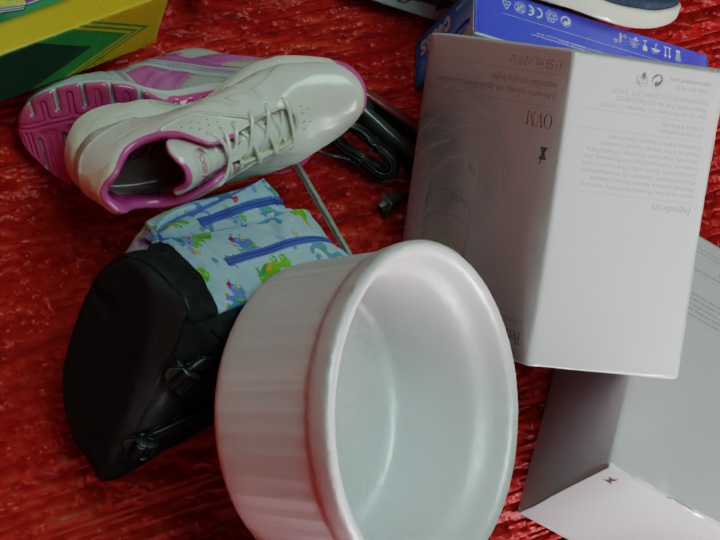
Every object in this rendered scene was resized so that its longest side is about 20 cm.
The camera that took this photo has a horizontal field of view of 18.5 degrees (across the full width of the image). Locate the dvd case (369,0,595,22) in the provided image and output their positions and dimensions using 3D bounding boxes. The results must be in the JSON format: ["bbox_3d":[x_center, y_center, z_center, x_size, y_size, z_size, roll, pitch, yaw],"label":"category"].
[{"bbox_3d":[0.100,-0.247,1.626,0.198,0.151,0.025,15,20,-23],"label":"dvd case"}]

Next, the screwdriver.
[{"bbox_3d":[0.000,0.000,1.488,0.201,0.028,0.029,61,17,-14],"label":"screwdriver"}]

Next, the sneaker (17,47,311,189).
[{"bbox_3d":[-0.130,-0.103,1.474,0.198,0.082,0.088,-1,25,-13],"label":"sneaker"}]

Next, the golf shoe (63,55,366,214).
[{"bbox_3d":[-0.086,-0.079,1.396,0.198,0.092,0.076,-18,116,-7],"label":"golf shoe"}]

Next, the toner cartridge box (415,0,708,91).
[{"bbox_3d":[0.149,-0.146,1.626,0.198,0.095,0.044,14,62,-22],"label":"toner cartridge box"}]

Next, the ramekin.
[{"bbox_3d":[0.002,0.084,1.306,0.200,0.097,0.203,4,85,-55],"label":"ramekin"}]

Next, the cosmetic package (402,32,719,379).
[{"bbox_3d":[0.125,-0.047,1.463,0.122,0.199,0.202,4,97,-26],"label":"cosmetic package"}]

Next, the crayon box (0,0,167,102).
[{"bbox_3d":[-0.250,-0.208,1.437,0.172,0.058,0.200,-25,67,-35],"label":"crayon box"}]

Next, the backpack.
[{"bbox_3d":[-0.088,0.025,1.389,0.199,0.164,0.154,-10,51,-39],"label":"backpack"}]

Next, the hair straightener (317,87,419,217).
[{"bbox_3d":[0.029,-0.079,1.562,0.199,0.041,0.077,37,56,-16],"label":"hair straightener"}]

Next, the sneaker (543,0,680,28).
[{"bbox_3d":[0.153,-0.234,1.593,0.198,0.075,0.085,12,105,-25],"label":"sneaker"}]

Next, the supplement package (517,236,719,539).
[{"bbox_3d":[0.207,0.092,1.534,0.121,0.120,0.201,29,57,-17],"label":"supplement package"}]
